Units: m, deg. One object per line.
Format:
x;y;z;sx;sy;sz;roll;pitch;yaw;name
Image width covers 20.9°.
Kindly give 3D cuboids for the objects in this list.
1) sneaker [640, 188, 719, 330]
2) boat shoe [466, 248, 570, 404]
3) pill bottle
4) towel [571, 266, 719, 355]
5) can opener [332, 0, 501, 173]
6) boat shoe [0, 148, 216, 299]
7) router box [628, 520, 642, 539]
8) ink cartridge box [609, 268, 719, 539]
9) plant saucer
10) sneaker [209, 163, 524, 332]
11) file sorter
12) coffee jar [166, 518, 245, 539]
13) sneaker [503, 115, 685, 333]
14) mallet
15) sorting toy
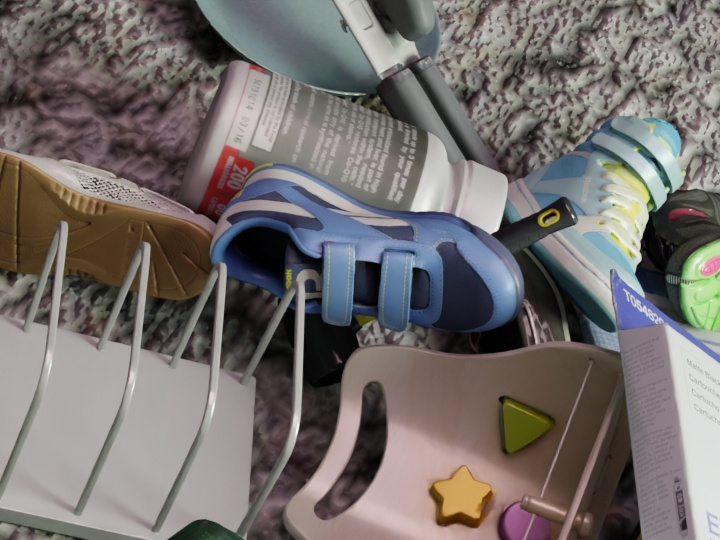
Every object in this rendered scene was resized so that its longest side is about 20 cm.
0.230;-0.012;1.378;0.084;0.077;0.200;17;15;9;sneaker
0.103;0.056;1.281;0.057;0.067;0.200;1;53;-32;boat shoe
-0.012;-0.053;1.290;0.200;0.114;0.114;20;44;-8;pill bottle
0.215;0.055;1.333;0.147;0.024;0.200;15;27;-13;towel
0.043;-0.134;1.387;0.053;0.066;0.200;-33;97;-43;can opener
-0.182;-0.033;1.229;0.200;0.071;0.069;19;17;1;boat shoe
0.257;0.216;1.217;0.200;0.051;0.149;33;46;6;router box
0.221;0.113;1.117;0.200;0.041;0.200;33;40;-39;ink cartridge box
-0.038;-0.191;1.461;0.201;0.039;0.201;14;45;-14;plant saucer
0.000;0.000;1.172;0.200;0.074;0.082;16;32;21;sneaker
-0.143;0.061;1.110;0.200;0.125;0.139;14;44;-14;file sorter
-0.130;0.216;0.975;0.085;0.104;0.200;40;51;23;coffee jar
0.174;-0.043;1.317;0.080;0.131;0.200;51;4;-28;sneaker
0.039;-0.003;1.233;0.066;0.200;0.041;59;8;18;mallet
0.056;0.128;1.156;0.180;0.107;0.200;21;72;9;sorting toy
